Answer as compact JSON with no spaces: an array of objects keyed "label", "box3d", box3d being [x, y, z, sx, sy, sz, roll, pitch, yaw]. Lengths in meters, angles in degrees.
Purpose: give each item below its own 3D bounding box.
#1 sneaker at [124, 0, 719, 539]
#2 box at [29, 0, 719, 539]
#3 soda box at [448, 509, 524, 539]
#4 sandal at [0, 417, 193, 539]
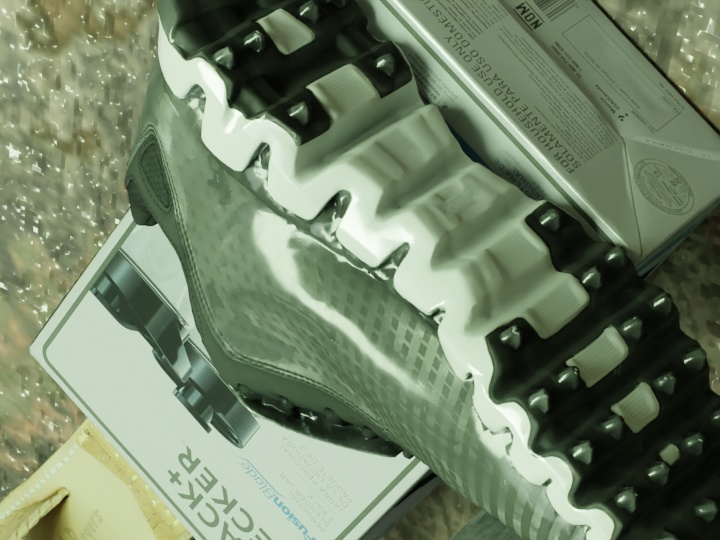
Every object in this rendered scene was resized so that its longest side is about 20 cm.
[{"label":"sneaker","box3d":[0.013,0.016,0.566,0.200,0.066,0.091,47,137,12]},{"label":"box","box3d":[0.000,0.000,0.651,0.117,0.060,0.200,48,134,6]},{"label":"soda box","box3d":[0.033,0.119,0.596,0.071,0.200,0.064,13,122,33]},{"label":"sandal","box3d":[-0.108,0.109,0.793,0.078,0.070,0.212,45,134,9]}]
